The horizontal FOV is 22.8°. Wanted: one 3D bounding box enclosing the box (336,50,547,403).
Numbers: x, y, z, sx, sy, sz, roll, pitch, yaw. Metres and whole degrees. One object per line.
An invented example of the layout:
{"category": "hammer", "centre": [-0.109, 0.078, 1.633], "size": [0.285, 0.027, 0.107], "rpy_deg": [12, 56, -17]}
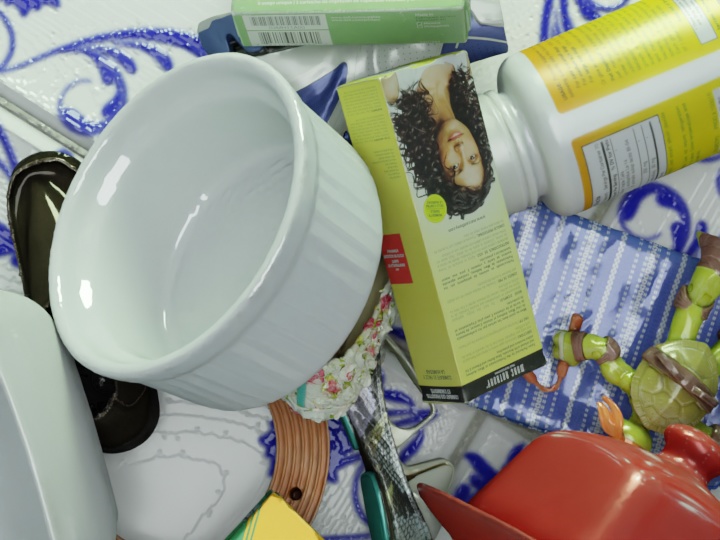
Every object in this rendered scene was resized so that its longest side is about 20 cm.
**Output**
{"category": "box", "centre": [0.050, -0.026, 1.083], "size": [0.075, 0.050, 0.202], "rpy_deg": [-22, 101, -34]}

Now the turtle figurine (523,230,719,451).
{"category": "turtle figurine", "centre": [0.196, 0.057, 1.134], "size": [0.199, 0.064, 0.162], "rpy_deg": [37, 84, 2]}

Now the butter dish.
{"category": "butter dish", "centre": [0.166, 0.159, 1.068], "size": [0.199, 0.200, 0.148], "rpy_deg": [42, 78, -21]}

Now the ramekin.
{"category": "ramekin", "centre": [-0.081, -0.016, 1.049], "size": [0.097, 0.200, 0.202], "rpy_deg": [32, 85, -45]}

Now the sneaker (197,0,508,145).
{"category": "sneaker", "centre": [-0.002, -0.114, 1.151], "size": [0.197, 0.081, 0.117], "rpy_deg": [-6, 92, 4]}

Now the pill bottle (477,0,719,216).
{"category": "pill bottle", "centre": [0.161, -0.105, 1.138], "size": [0.198, 0.109, 0.110], "rpy_deg": [-22, 89, -4]}

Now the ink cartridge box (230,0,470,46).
{"category": "ink cartridge box", "centre": [-0.001, -0.236, 1.118], "size": [0.144, 0.048, 0.202], "rpy_deg": [0, 67, 8]}

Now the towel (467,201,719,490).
{"category": "towel", "centre": [0.168, 0.048, 1.174], "size": [0.198, 0.024, 0.146], "rpy_deg": [19, 86, -2]}

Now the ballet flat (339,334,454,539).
{"category": "ballet flat", "centre": [0.022, 0.116, 1.141], "size": [0.071, 0.072, 0.203], "rpy_deg": [-18, 89, -4]}

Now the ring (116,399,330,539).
{"category": "ring", "centre": [-0.117, 0.115, 1.143], "size": [0.198, 0.019, 0.203], "rpy_deg": [-1, 79, 5]}

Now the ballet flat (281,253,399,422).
{"category": "ballet flat", "centre": [0.000, 0.000, 1.107], "size": [0.075, 0.064, 0.202], "rpy_deg": [11, 59, 11]}

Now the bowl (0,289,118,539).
{"category": "bowl", "centre": [-0.224, 0.113, 1.085], "size": [0.074, 0.199, 0.202], "rpy_deg": [-15, 86, -41]}

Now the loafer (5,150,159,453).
{"category": "loafer", "centre": [-0.175, 0.013, 1.122], "size": [0.072, 0.071, 0.202], "rpy_deg": [-21, 78, 0]}

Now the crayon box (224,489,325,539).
{"category": "crayon box", "centre": [-0.021, 0.244, 1.072], "size": [0.200, 0.058, 0.119], "rpy_deg": [43, 82, 6]}
